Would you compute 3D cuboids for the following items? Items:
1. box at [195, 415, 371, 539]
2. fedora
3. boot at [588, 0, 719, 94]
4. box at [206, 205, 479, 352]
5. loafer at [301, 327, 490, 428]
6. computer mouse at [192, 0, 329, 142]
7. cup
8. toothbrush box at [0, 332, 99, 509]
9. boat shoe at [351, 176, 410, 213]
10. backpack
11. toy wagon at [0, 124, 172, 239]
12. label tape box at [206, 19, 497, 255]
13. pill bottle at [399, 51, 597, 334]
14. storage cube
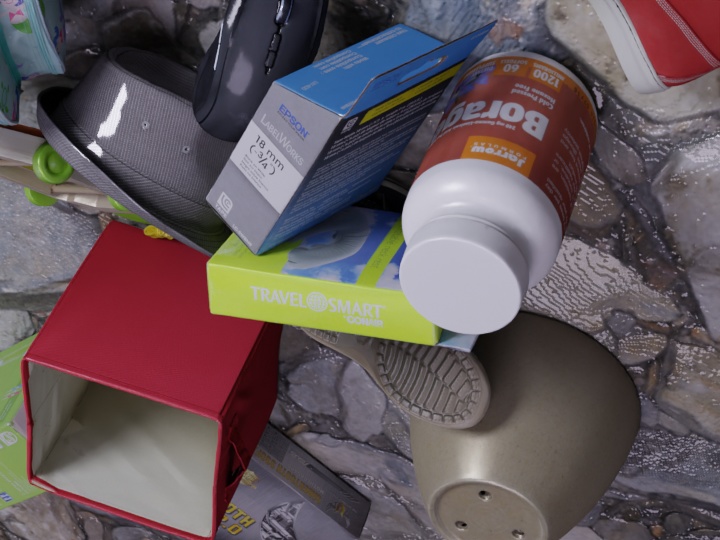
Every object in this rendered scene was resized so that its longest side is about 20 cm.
[{"bbox_3d":[-0.113,0.215,1.562,0.200,0.048,0.158,40,134,-15],"label":"box"},{"bbox_3d":[-0.146,-0.102,1.233,0.199,0.177,0.090,34,105,-11],"label":"fedora"},{"bbox_3d":[0.208,-0.210,1.021,0.143,0.073,0.200,-14,132,32],"label":"boot"},{"bbox_3d":[0.000,0.000,1.190,0.198,0.122,0.048,8,120,16],"label":"box"},{"bbox_3d":[0.036,0.063,1.312,0.200,0.068,0.076,35,100,34],"label":"loafer"},{"bbox_3d":[-0.085,-0.178,1.117,0.140,0.046,0.201,18,117,-25],"label":"computer mouse"},{"bbox_3d":[0.123,0.155,1.339,0.199,0.144,0.201,12,134,12],"label":"cup"},{"bbox_3d":[-0.332,0.146,1.524,0.199,0.146,0.086,-23,119,36],"label":"toothbrush box"},{"bbox_3d":[0.035,-0.016,1.278,0.199,0.062,0.075,31,137,-4],"label":"boat shoe"},{"bbox_3d":[-0.292,-0.195,1.158,0.149,0.201,0.178,-7,129,3],"label":"backpack"},{"bbox_3d":[-0.236,-0.073,1.318,0.199,0.040,0.155,21,170,-38],"label":"toy wagon"},{"bbox_3d":[-0.009,-0.114,1.142,0.063,0.144,0.200,48,136,11],"label":"label tape box"},{"bbox_3d":[0.094,-0.054,1.117,0.111,0.201,0.113,12,134,12],"label":"pill bottle"},{"bbox_3d":[-0.171,0.096,1.385,0.199,0.180,0.172,16,135,7],"label":"storage cube"}]
